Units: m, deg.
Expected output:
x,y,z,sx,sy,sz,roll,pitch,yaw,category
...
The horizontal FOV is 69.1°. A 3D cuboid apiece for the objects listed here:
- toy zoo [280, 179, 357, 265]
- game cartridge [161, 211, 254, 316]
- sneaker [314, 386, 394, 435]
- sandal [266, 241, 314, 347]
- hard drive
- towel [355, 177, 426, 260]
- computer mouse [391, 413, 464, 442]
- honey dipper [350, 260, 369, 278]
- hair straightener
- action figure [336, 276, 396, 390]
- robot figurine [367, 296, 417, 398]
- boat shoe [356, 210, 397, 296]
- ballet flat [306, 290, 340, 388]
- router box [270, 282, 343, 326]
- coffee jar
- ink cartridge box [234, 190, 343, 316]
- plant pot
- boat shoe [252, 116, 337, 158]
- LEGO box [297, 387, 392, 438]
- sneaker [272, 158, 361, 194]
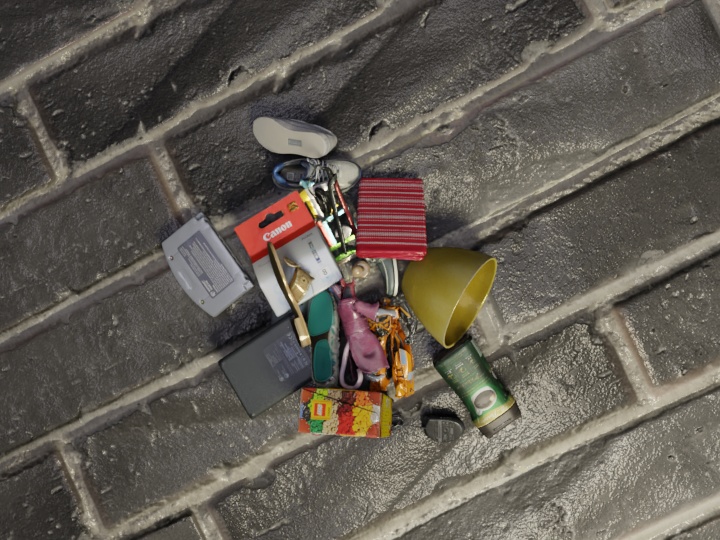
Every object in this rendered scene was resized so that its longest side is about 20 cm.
x,y,z,sx,sy,sz,roll,pitch,yaw,category
-0.081,-0.101,1.109,0.129,0.021,0.203,-27,112,2,toy zoo
-0.342,-0.008,1.154,0.132,0.041,0.202,-36,89,-1,game cartridge
-0.027,0.288,1.122,0.196,0.074,0.089,-15,89,3,sneaker
-0.119,0.037,1.024,0.068,0.077,0.216,-19,96,-17,sandal
-0.179,0.195,1.086,0.198,0.033,0.141,-33,88,3,hard drive
0.063,-0.109,1.075,0.141,0.023,0.204,1,57,1,towel
0.128,0.336,1.140,0.195,0.034,0.060,2,107,8,computer mouse
0.000,0.000,1.054,0.037,0.200,0.039,0,92,2,honey dipper
-0.060,-0.120,1.069,0.075,0.041,0.203,-21,118,0,hair straightener
-0.014,0.114,1.020,0.147,0.133,0.204,-18,90,-41,action figure
0.056,0.158,1.095,0.143,0.058,0.205,-4,95,39,robot figurine
0.036,-0.042,1.113,0.060,0.073,0.205,-10,83,-8,boat shoe
-0.071,0.144,1.054,0.070,0.072,0.204,-3,61,3,ballet flat
-0.117,0.116,1.130,0.146,0.062,0.205,6,91,4,router box
0.246,0.244,1.101,0.103,0.085,0.202,-35,88,8,coffee jar
-0.147,-0.034,1.064,0.158,0.047,0.203,-29,97,4,ink cartridge box
0.168,0.032,1.068,0.141,0.199,0.203,31,92,26,plant pot
-0.140,-0.292,1.121,0.196,0.068,0.074,13,119,27,boat shoe
-0.021,0.272,0.995,0.145,0.200,0.079,1,74,10,LEGO box
-0.095,-0.202,1.114,0.195,0.085,0.079,-4,91,2,sneaker
